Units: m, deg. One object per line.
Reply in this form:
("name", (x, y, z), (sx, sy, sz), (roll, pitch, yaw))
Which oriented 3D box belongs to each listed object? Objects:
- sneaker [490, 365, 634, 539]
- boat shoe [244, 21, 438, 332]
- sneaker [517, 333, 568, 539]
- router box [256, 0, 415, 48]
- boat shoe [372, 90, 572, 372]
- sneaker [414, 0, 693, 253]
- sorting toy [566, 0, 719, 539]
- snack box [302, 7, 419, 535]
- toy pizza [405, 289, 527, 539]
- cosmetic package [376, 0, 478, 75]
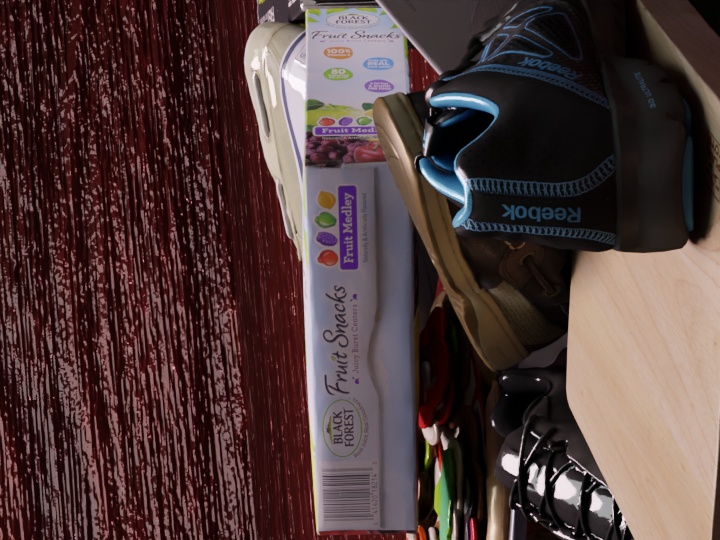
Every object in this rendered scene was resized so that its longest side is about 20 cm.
("sneaker", (0.105, 0.095, 1.021), (0.200, 0.090, 0.076), (-122, 43, -70))
("boat shoe", (-0.009, -0.041, 1.235), (0.062, 0.072, 0.201), (30, 141, 44))
("sneaker", (0.093, 0.095, 1.222), (0.200, 0.075, 0.090), (108, 165, -50))
("router box", (0.029, -0.153, 1.258), (0.200, 0.149, 0.062), (174, 94, -81))
("boat shoe", (0.056, -0.023, 0.994), (0.201, 0.066, 0.072), (60, -173, -61))
("sneaker", (0.056, -0.064, 0.861), (0.200, 0.081, 0.074), (-111, 18, -68))
("sorting toy", (0.133, 0.003, 0.882), (0.200, 0.069, 0.200), (-111, 19, -63))
("snack box", (0.000, 0.000, 1.125), (0.142, 0.053, 0.201), (-94, 2, -57))
("toy pizza", (0.042, 0.103, 1.209), (0.200, 0.032, 0.201), (-179, 90, -78))
("cosmetic package", (0.052, -0.110, 1.083), (0.200, 0.052, 0.151), (47, -173, -24))
